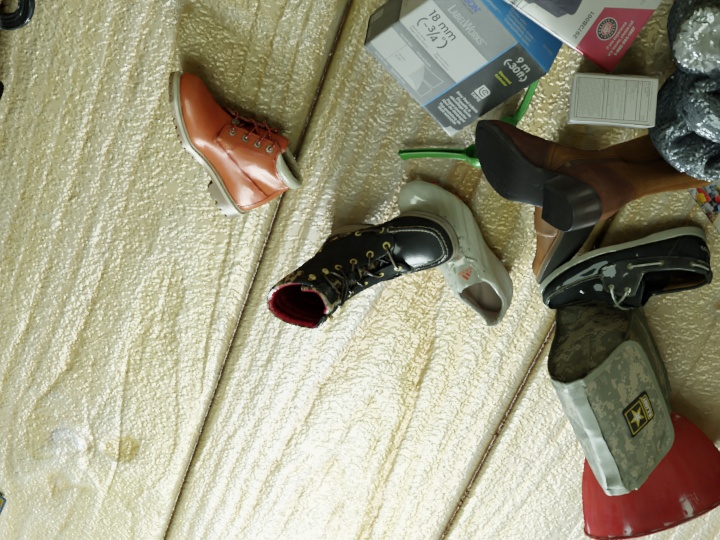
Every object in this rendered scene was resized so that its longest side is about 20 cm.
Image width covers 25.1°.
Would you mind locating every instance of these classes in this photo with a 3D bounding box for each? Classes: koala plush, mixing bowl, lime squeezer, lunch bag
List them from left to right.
[{"bbox_3d":[0.140,-0.155,1.760,0.200,0.038,0.071,-32,99,30],"label":"lime squeezer"},{"bbox_3d":[0.288,0.139,1.850,0.117,0.200,0.164,-15,116,21],"label":"lunch bag"},{"bbox_3d":[0.347,0.237,1.960,0.199,0.200,0.109,-19,95,23],"label":"mixing bowl"},{"bbox_3d":[0.357,-0.207,1.594,0.183,0.178,0.200,-2,133,26],"label":"koala plush"}]

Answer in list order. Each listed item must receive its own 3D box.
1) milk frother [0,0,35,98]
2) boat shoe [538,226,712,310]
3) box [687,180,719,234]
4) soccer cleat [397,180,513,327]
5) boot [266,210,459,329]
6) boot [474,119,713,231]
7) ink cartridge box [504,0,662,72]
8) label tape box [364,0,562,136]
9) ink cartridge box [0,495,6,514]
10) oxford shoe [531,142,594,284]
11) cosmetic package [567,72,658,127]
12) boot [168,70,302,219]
[{"bbox_3d":[-0.452,-0.237,1.692,0.180,0.188,0.200,19,129,-7],"label":"milk frother"},{"bbox_3d":[0.298,0.010,1.824,0.199,0.068,0.072,-16,150,16],"label":"boat shoe"},{"bbox_3d":[0.456,-0.056,1.782,0.110,0.035,0.200,-28,119,28],"label":"box"},{"bbox_3d":[0.112,-0.021,1.842,0.069,0.078,0.200,-27,120,28],"label":"soccer cleat"},{"bbox_3d":[0.000,0.000,1.796,0.199,0.151,0.073,-2,118,43],"label":"boot"},{"bbox_3d":[0.241,-0.124,1.686,0.199,0.188,0.069,-20,125,-29],"label":"boot"},{"bbox_3d":[0.196,-0.310,1.560,0.200,0.084,0.145,32,102,-15],"label":"ink cartridge box"},{"bbox_3d":[0.124,-0.250,1.663,0.200,0.063,0.144,-32,118,30],"label":"label tape box"},{"bbox_3d":[-0.617,0.324,2.248,0.200,0.076,0.136,35,125,-20],"label":"ink cartridge box"},{"bbox_3d":[0.221,-0.065,1.808,0.071,0.071,0.200,41,143,24],"label":"oxford shoe"},{"bbox_3d":[0.252,-0.170,1.625,0.082,0.200,0.051,6,95,6],"label":"cosmetic package"},{"bbox_3d":[-0.139,-0.151,1.789,0.107,0.075,0.200,-16,133,17],"label":"boot"}]
